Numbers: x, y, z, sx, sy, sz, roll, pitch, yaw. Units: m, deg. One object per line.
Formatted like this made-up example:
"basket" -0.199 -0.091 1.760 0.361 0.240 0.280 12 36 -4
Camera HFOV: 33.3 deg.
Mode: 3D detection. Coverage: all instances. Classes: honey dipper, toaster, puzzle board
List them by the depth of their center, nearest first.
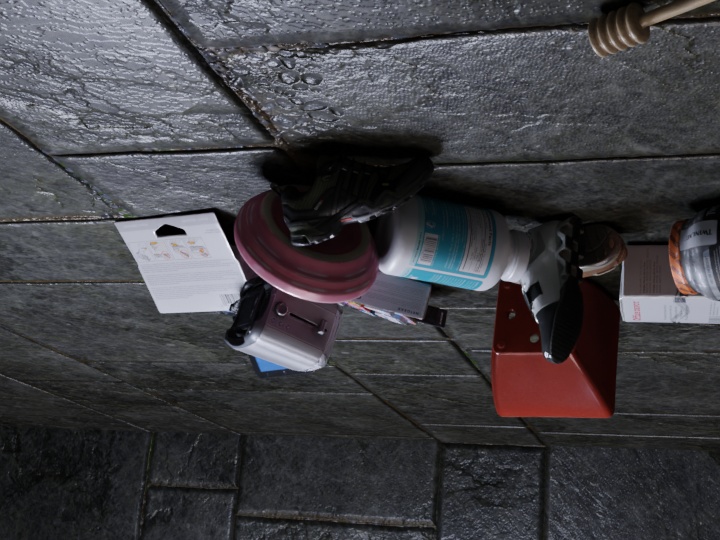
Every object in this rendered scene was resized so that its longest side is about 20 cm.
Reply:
"honey dipper" 0.289 -0.231 1.041 0.198 0.039 0.038 -14 156 42
"toaster" -0.111 0.078 1.731 0.128 0.115 0.200 25 164 -17
"puzzle board" -0.003 0.047 1.776 0.148 0.018 0.200 18 176 14

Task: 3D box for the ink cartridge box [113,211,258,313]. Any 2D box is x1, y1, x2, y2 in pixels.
"ink cartridge box" -0.256 -0.019 1.833 0.197 0.045 0.178 -3 124 31

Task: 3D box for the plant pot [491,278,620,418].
"plant pot" 0.303 0.108 1.944 0.196 0.203 0.177 -2 150 22

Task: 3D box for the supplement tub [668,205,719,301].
"supplement tub" 0.499 -0.027 1.518 0.197 0.125 0.122 -7 160 34

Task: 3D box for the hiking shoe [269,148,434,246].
"hiking shoe" -0.009 -0.107 1.460 0.197 0.102 0.076 -25 -175 1

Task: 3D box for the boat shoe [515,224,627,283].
"boat shoe" 0.287 -0.014 1.714 0.197 0.077 0.071 -6 163 37

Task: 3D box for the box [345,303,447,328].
"box" 0.030 0.054 2.032 0.198 0.037 0.142 18 174 -36

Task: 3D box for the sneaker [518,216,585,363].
"sneaker" 0.253 0.030 1.640 0.087 0.203 0.074 -6 156 36

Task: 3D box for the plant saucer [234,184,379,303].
"plant saucer" -0.064 -0.045 1.558 0.197 0.202 0.051 10 129 -19

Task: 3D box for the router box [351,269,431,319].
"router box" 0.000 0.000 1.693 0.197 0.050 0.180 14 -167 0

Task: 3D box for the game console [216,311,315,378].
"game console" -0.185 0.104 1.983 0.170 0.121 0.199 12 165 -33

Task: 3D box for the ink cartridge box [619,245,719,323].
"ink cartridge box" 0.480 0.021 1.756 0.196 0.085 0.145 1 164 15

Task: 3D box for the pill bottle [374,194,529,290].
"pill bottle" 0.125 -0.035 1.617 0.197 0.113 0.111 11 163 -18
